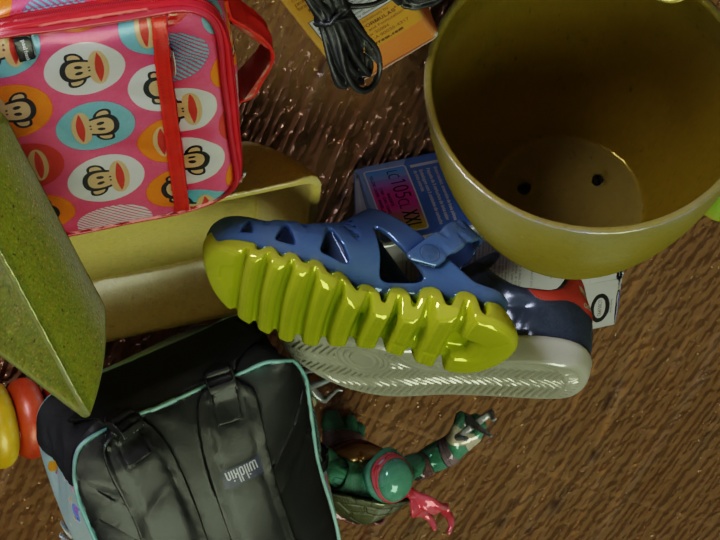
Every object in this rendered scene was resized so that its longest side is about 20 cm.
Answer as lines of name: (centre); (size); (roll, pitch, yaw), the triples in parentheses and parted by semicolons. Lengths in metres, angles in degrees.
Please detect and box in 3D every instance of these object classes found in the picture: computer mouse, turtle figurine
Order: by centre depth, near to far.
computer mouse: (0.029, -0.207, 1.593); (0.200, 0.046, 0.141); (-46, 142, -12)
turtle figurine: (-0.002, 0.122, 1.935); (0.149, 0.101, 0.200); (20, 169, -24)

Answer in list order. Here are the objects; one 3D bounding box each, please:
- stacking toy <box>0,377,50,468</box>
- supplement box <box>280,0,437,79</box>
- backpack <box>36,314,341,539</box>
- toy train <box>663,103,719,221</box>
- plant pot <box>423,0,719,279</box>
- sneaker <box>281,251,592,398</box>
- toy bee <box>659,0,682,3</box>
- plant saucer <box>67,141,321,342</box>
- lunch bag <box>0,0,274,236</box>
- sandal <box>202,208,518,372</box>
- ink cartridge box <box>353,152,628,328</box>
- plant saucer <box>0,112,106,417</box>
stacking toy: (-0.255, 0.107, 1.886); (0.199, 0.086, 0.086); (-9, 141, -19)
supplement box: (-0.029, -0.193, 1.630); (0.069, 0.067, 0.200); (-29, 141, 12)
backpack: (-0.108, 0.145, 1.853); (0.175, 0.153, 0.201); (-25, 112, -16)
toy train: (0.254, -0.074, 1.891); (0.199, 0.085, 0.116); (5, 149, -28)
plant pot: (0.134, -0.074, 1.753); (0.199, 0.201, 0.142); (-12, 152, -9)
sneaker: (0.051, 0.029, 1.816); (0.199, 0.085, 0.075); (5, 152, 9)
toy bee: (0.216, -0.217, 1.650); (0.199, 0.108, 0.132); (1, 97, -41)
plant saucer: (-0.130, -0.018, 1.778); (0.199, 0.049, 0.200); (-11, 159, -9)
lunch bag: (-0.134, -0.106, 1.605); (0.175, 0.082, 0.200); (-10, 147, -4)
sandal: (0.000, 0.000, 1.739); (0.199, 0.088, 0.080); (15, 146, -16)
ink cartridge box: (0.099, -0.018, 1.885); (0.199, 0.077, 0.137); (-10, 141, -8)
plant saucer: (-0.216, -0.038, 1.563); (0.048, 0.200, 0.200); (-37, 127, -18)
